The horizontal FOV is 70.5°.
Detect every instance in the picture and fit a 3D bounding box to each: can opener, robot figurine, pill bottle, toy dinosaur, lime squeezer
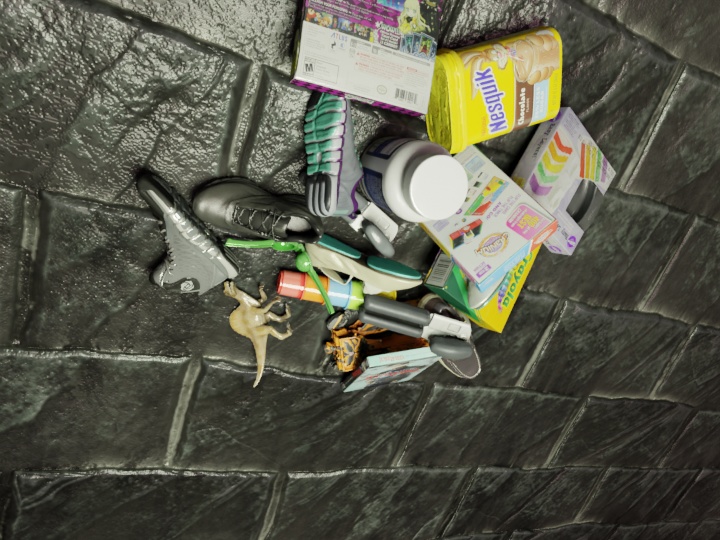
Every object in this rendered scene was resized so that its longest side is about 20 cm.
[{"bbox_3d":[-0.010,-0.099,0.809,0.200,0.067,0.053,39,97,-28],"label":"can opener"},{"bbox_3d":[0.029,0.123,0.942,0.198,0.058,0.147,-14,118,-14],"label":"robot figurine"},{"bbox_3d":[0.073,-0.131,0.730,0.110,0.200,0.113,-5,108,-15],"label":"pill bottle"},{"bbox_3d":[0.094,0.095,0.835,0.198,0.067,0.054,16,119,-13],"label":"can opener"},{"bbox_3d":[-0.168,0.092,0.861,0.100,0.058,0.202,-12,114,2],"label":"toy dinosaur"},{"bbox_3d":[-0.108,-0.014,0.802,0.199,0.071,0.038,35,135,-12],"label":"lime squeezer"}]

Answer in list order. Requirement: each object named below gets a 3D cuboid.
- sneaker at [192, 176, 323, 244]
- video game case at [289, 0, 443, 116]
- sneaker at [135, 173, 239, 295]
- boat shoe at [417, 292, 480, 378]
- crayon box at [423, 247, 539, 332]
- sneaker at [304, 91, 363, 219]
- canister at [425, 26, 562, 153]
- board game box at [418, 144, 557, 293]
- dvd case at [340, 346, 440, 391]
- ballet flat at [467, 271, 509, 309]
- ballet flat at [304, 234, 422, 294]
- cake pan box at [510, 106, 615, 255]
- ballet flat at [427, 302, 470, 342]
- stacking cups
[{"bbox_3d":[-0.143,-0.082,0.746,0.198,0.091,0.077,5,116,-22],"label":"sneaker"},{"bbox_3d":[0.012,-0.320,0.681,0.198,0.036,0.184,6,95,-24],"label":"video game case"},{"bbox_3d":[-0.274,-0.033,0.731,0.115,0.075,0.201,-35,125,2],"label":"sneaker"},{"bbox_3d":[0.169,0.130,0.924,0.072,0.065,0.201,-34,115,-7],"label":"boat shoe"},{"bbox_3d":[0.224,-0.019,0.905,0.172,0.058,0.202,33,79,-31],"label":"crayon box"},{"bbox_3d":[-0.032,-0.176,0.745,0.087,0.074,0.203,4,92,-48],"label":"sneaker"},{"bbox_3d":[0.204,-0.279,0.783,0.198,0.087,0.150,-20,122,-13],"label":"canister"},{"bbox_3d":[0.183,-0.088,0.810,0.153,0.201,0.040,-39,152,3],"label":"board game box"},{"bbox_3d":[0.054,0.182,0.936,0.144,0.022,0.200,-6,156,-19],"label":"dvd case"},{"bbox_3d":[0.221,-0.024,0.837,0.200,0.069,0.070,-47,127,-23],"label":"ballet flat"},{"bbox_3d":[0.000,0.000,0.824,0.198,0.069,0.070,23,111,7],"label":"ballet flat"},{"bbox_3d":[0.355,-0.151,0.903,0.199,0.052,0.185,37,84,-33],"label":"cake pan box"},{"bbox_3d":[0.199,0.077,0.982,0.075,0.064,0.202,16,110,-34],"label":"ballet flat"},{"bbox_3d":[-0.040,0.039,0.857,0.198,0.061,0.061,8,114,-18],"label":"stacking cups"}]
